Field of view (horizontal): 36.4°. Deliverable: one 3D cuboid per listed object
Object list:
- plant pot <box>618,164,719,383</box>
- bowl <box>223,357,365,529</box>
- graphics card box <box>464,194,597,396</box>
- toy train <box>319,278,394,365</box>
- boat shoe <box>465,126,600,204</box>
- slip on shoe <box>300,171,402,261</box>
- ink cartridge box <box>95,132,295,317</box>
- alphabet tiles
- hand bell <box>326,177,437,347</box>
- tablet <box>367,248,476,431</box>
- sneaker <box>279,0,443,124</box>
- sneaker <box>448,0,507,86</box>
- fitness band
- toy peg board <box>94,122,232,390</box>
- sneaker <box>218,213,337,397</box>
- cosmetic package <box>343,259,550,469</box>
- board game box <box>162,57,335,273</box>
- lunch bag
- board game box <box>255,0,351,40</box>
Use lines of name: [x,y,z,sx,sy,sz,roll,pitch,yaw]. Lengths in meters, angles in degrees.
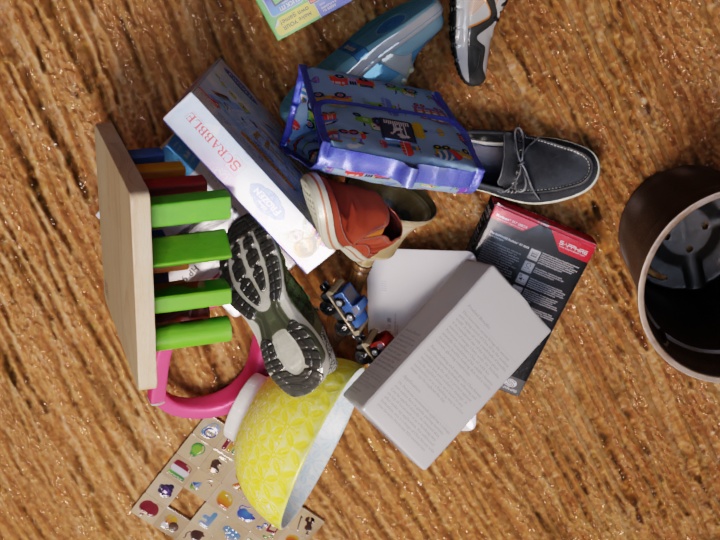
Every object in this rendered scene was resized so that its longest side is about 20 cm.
plant pot: [0.363,-0.013,1.137,0.200,0.198,0.201,0,108,0]
bowl: [-0.086,0.172,1.213,0.107,0.200,0.201,26,108,10]
graphics card box: [0.163,0.029,1.228,0.125,0.051,0.200,21,107,-7]
toy train: [0.022,0.090,1.183,0.046,0.034,0.200,-27,105,38]
boat shoe: [0.158,-0.113,1.167,0.199,0.062,0.075,7,87,-2]
slip on shoe: [-0.007,-0.054,1.020,0.061,0.200,0.074,-23,75,11]
ink cartridge box: [-0.171,-0.038,1.194,0.116,0.067,0.200,-42,104,13]
alphabet tiles: [-0.152,0.287,1.337,0.200,0.008,0.167,36,105,-12]
hand bell: [0.000,0.000,1.201,0.104,0.104,0.200,19,120,-7]
tablet: [0.067,0.076,1.220,0.130,0.014,0.201,3,99,24]
sneaker: [0.027,-0.183,1.147,0.200,0.080,0.131,-37,116,5]
sneaker: [0.129,-0.286,1.109,0.080,0.074,0.201,0,109,-2]
fitness band: [-0.164,0.091,1.209,0.143,0.037,0.200,-6,133,-26]
toy peg board: [-0.192,-0.022,1.075,0.098,0.199,0.201,-6,117,-20]
sneaker: [-0.082,0.035,1.144,0.077,0.089,0.200,-27,79,20]
cosmetic package: [0.090,0.095,1.145,0.200,0.071,0.101,-46,108,-8]
board game box: [-0.100,-0.111,1.100,0.041,0.200,0.200,-39,104,13]
lunch bag: [0.018,-0.113,1.021,0.150,0.200,0.094,9,111,-16]
board game box: [-0.029,-0.341,1.112,0.200,0.029,0.135,-27,106,9]
